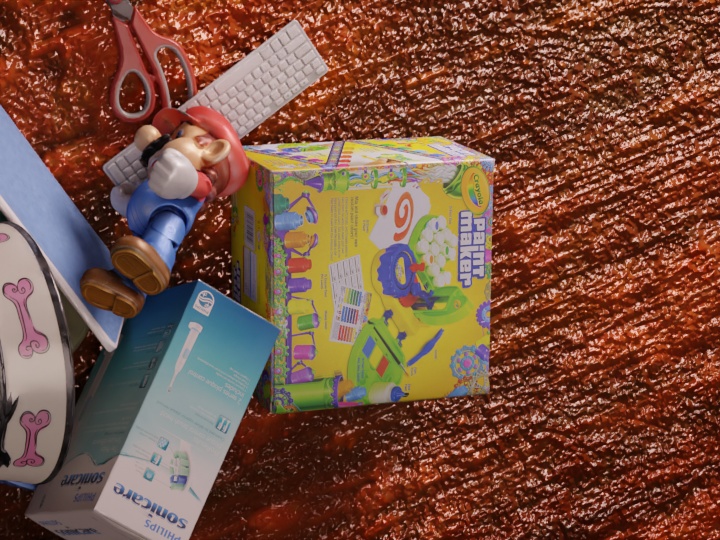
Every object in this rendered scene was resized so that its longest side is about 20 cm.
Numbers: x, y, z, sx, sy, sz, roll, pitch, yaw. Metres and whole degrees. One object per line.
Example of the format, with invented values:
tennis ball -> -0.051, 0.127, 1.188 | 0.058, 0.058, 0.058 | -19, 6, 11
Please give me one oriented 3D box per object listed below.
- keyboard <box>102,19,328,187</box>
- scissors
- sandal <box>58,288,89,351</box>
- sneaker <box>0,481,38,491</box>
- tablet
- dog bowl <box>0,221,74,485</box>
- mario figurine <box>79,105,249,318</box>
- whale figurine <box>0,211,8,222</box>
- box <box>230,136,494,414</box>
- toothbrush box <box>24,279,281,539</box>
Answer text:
keyboard -> -0.118, -0.126, 1.631 | 0.200, 0.011, 0.056 | -38, 127, -6
scissors -> -0.186, -0.212, 1.597 | 0.073, 0.014, 0.200 | -18, 106, -11
sandal -> -0.285, 0.077, 1.609 | 0.080, 0.057, 0.201 | 39, 89, -21
sneaker -> -0.243, 0.147, 1.631 | 0.200, 0.070, 0.078 | 18, 80, -31
tablet -> -0.245, -0.037, 1.559 | 0.014, 0.130, 0.200 | -30, 111, 13
dog bowl -> -0.284, 0.066, 1.478 | 0.074, 0.200, 0.200 | -7, 105, -31
mario figurine -> -0.165, -0.062, 1.544 | 0.123, 0.200, 0.106 | -3, 130, 24
whale figurine -> -0.362, -0.024, 1.536 | 0.200, 0.104, 0.159 | -11, 105, -15
box -> 0.000, 0.000, 1.642 | 0.193, 0.122, 0.200 | -3, 104, -19
toothbrush box -> -0.164, 0.120, 1.557 | 0.085, 0.146, 0.200 | 33, 66, -23
